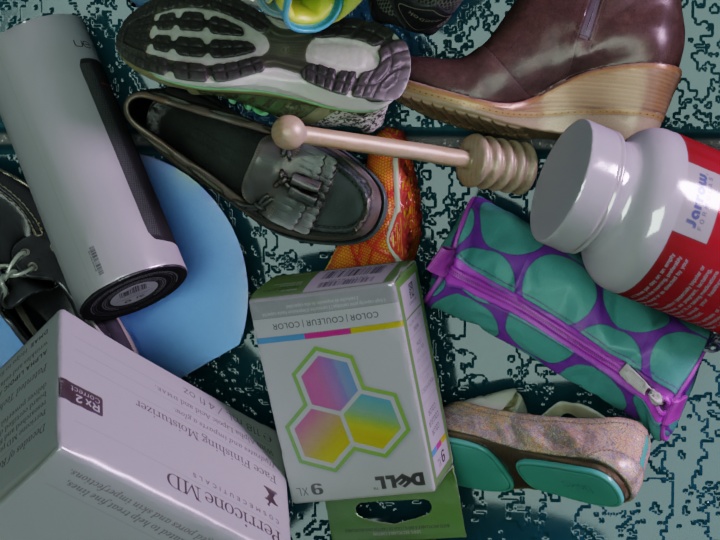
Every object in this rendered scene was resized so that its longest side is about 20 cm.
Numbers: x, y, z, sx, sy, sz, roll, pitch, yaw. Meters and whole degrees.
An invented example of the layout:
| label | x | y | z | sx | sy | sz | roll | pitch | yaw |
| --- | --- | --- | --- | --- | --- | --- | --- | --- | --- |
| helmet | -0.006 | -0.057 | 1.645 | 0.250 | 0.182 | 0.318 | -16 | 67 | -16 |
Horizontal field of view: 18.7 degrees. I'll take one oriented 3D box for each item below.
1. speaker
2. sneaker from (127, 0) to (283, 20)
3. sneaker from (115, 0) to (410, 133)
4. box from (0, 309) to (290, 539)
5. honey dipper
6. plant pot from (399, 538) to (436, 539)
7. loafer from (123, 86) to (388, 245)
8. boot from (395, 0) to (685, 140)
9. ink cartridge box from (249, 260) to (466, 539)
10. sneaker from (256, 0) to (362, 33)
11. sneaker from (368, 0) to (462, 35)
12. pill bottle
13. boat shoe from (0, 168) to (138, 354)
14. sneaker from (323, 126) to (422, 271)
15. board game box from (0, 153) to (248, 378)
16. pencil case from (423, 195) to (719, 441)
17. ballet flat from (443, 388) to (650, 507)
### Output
| label | x | y | z | sx | sy | sz | roll | pitch | yaw |
| --- | --- | --- | --- | --- | --- | --- | --- | --- | --- |
| speaker | -0.191 | -0.072 | 1.490 | 0.081 | 0.081 | 0.201 | -26 | 73 | 9 |
| sneaker | -0.118 | -0.172 | 1.502 | 0.199 | 0.078 | 0.091 | 19 | 101 | 4 |
| sneaker | -0.067 | -0.125 | 1.458 | 0.198 | 0.089 | 0.077 | 12 | 58 | 6 |
| box | -0.181 | 0.167 | 1.454 | 0.198 | 0.131 | 0.200 | 32 | 121 | -30 |
| honey dipper | 0.029 | -0.082 | 1.458 | 0.199 | 0.038 | 0.038 | 8 | 99 | -32 |
| plant pot | 0.055 | 0.295 | 1.477 | 0.180 | 0.199 | 0.201 | 26 | 99 | 9 |
| loafer | -0.077 | -0.071 | 1.484 | 0.199 | 0.063 | 0.072 | 26 | 98 | 25 |
| boot | 0.124 | -0.175 | 1.490 | 0.198 | 0.072 | 0.168 | 9 | 85 | 7 |
| ink cartridge box | 0.000 | 0.100 | 1.472 | 0.103 | 0.059 | 0.202 | -6 | 105 | 19 |
| sneaker | -0.064 | -0.214 | 1.426 | 0.199 | 0.079 | 0.132 | -4 | 74 | 46 |
| sneaker | 0.037 | -0.239 | 1.460 | 0.076 | 0.114 | 0.201 | 11 | 56 | -20 |
| pill bottle | 0.217 | -0.025 | 1.434 | 0.199 | 0.112 | 0.113 | 20 | 99 | -16 |
| boat shoe | -0.222 | 0.007 | 1.503 | 0.072 | 0.063 | 0.201 | -37 | 85 | 6 |
| sneaker | 0.000 | 0.000 | 1.510 | 0.077 | 0.073 | 0.202 | 9 | 95 | 12 |
| board game box | -0.175 | 0.014 | 1.550 | 0.199 | 0.039 | 0.159 | -30 | 86 | 6 |
| pencil case | 0.142 | 0.032 | 1.486 | 0.199 | 0.092 | 0.085 | 30 | 112 | 4 |
| ballet flat | 0.113 | 0.117 | 1.502 | 0.199 | 0.067 | 0.068 | 9 | 143 | 35 |
